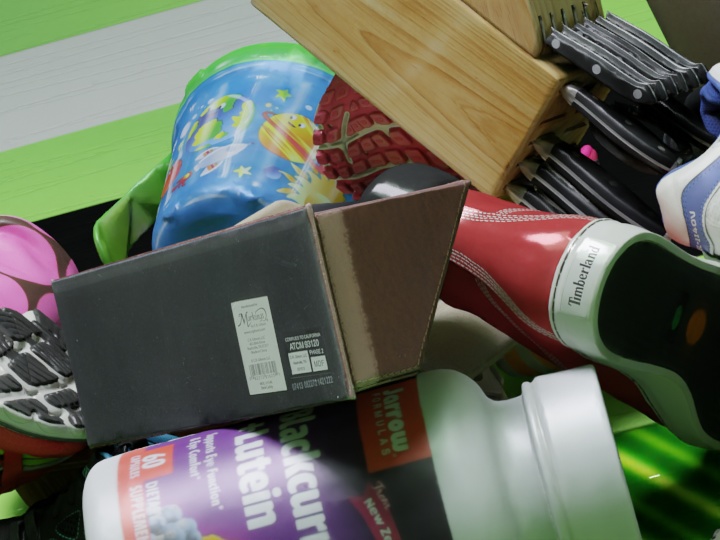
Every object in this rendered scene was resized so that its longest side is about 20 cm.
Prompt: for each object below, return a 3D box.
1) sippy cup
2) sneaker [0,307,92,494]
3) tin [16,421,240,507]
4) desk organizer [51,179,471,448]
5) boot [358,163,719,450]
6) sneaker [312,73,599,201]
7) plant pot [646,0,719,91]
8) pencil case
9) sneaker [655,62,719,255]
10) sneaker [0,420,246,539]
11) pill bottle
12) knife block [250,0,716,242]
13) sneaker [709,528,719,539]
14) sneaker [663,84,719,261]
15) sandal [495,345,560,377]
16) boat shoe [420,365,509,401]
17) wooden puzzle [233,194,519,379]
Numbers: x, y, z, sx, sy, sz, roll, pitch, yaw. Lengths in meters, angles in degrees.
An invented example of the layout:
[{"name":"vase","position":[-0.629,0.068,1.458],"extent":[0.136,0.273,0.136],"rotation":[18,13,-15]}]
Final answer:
[{"name":"sippy cup","position":[-0.050,-0.034,1.540],"extent":[0.178,0.140,0.130],"rotation":[-51,10,34]},{"name":"sneaker","position":[-0.153,0.070,1.253],"extent":[0.085,0.077,0.200],"rotation":[-49,-4,1]},{"name":"tin","position":[-0.090,0.065,1.354],"extent":[0.200,0.042,0.112],"rotation":[-10,36,42]},{"name":"desk organizer","position":[-0.035,0.018,1.119],"extent":[0.077,0.072,0.200],"rotation":[-13,-1,-34]},{"name":"boot","position":[0.085,0.010,1.184],"extent":[0.144,0.073,0.200],"rotation":[19,-7,35]},{"name":"sneaker","position":[0.048,-0.056,1.405],"extent":[0.080,0.075,0.200],"rotation":[0,-21,36]},{"name":"plant pot","position":[0.230,-0.128,1.433],"extent":[0.187,0.200,0.187],"rotation":[-15,17,5]},{"name":"pencil case","position":[-0.220,0.038,1.516],"extent":[0.091,0.094,0.200],"rotation":[-31,12,21]},{"name":"sneaker","position":[0.187,-0.083,1.193],"extent":[0.088,0.075,0.200],"rotation":[10,48,29]},{"name":"sneaker","position":[-0.104,0.105,1.231],"extent":[0.200,0.082,0.073],"rotation":[-9,21,26]},{"name":"pill bottle","position":[0.004,0.101,1.097],"extent":[0.200,0.112,0.111],"rotation":[-16,18,4]},{"name":"knife block","position":[0.061,-0.072,1.288],"extent":[0.200,0.176,0.064],"rotation":[-8,7,36]},{"name":"sneaker","position":[0.182,0.102,1.033],"extent":[0.088,0.077,0.200],"rotation":[5,30,20]},{"name":"sneaker","position":[0.228,-0.052,1.338],"extent":[0.200,0.112,0.073],"rotation":[-7,37,38]},{"name":"sandal","position":[0.072,0.019,1.366],"extent":[0.206,0.059,0.079],"rotation":[3,9,35]},{"name":"boat shoe","position":[0.029,0.058,1.271],"extent":[0.071,0.069,0.200],"rotation":[-20,18,-9]},{"name":"wooden puzzle","position":[0.000,0.000,1.288],"extent":[0.200,0.037,0.185],"rotation":[2,22,33]}]
